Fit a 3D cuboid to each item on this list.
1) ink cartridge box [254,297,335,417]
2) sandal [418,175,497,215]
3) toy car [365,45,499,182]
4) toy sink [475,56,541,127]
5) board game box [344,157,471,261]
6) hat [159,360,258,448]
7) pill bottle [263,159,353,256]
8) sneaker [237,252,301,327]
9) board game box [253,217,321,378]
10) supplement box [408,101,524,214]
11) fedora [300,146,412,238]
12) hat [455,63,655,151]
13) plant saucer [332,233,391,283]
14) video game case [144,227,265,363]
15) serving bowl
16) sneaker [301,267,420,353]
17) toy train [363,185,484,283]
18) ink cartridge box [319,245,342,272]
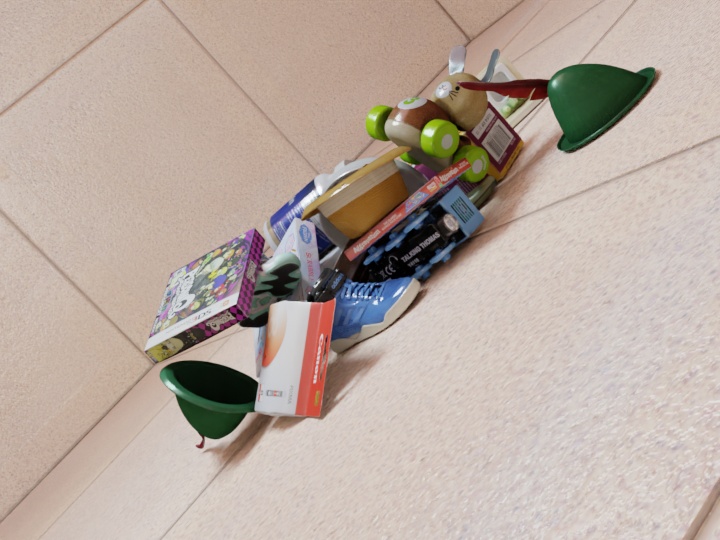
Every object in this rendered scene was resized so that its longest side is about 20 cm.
[{"bbox_3d":[-0.094,0.122,1.324,0.200,0.050,0.163,157,123,-71],"label":"ink cartridge box"},{"bbox_3d":[0.132,-0.094,1.537,0.201,0.057,0.080,-41,10,16],"label":"sandal"},{"bbox_3d":[0.136,-0.259,1.460,0.164,0.157,0.201,25,86,48],"label":"toy car"},{"bbox_3d":[0.266,-0.345,1.906,0.130,0.112,0.200,-43,10,2],"label":"toy sink"},{"bbox_3d":[0.067,-0.088,1.372,0.200,0.019,0.103,-38,0,36],"label":"board game box"},{"bbox_3d":[-0.242,0.251,1.474,0.200,0.165,0.177,0,-66,-57],"label":"hat"},{"bbox_3d":[-0.070,-0.102,1.722,0.200,0.116,0.116,-39,10,17],"label":"pill bottle"},{"bbox_3d":[-0.164,-0.010,1.566,0.200,0.077,0.141,-47,45,45],"label":"sneaker"},{"bbox_3d":[-0.127,0.049,1.619,0.200,0.041,0.200,-56,30,37],"label":"board game box"},{"bbox_3d":[0.163,-0.177,1.631,0.200,0.103,0.131,-36,13,41],"label":"supplement box"},{"bbox_3d":[0.008,-0.105,1.402,0.200,0.082,0.201,-33,3,2],"label":"fedora"},{"bbox_3d":[0.288,-0.282,1.345,0.200,0.176,0.166,-46,10,-15],"label":"hat"},{"bbox_3d":[0.000,0.000,1.531,0.201,0.032,0.201,-55,-16,-24],"label":"plant saucer"},{"bbox_3d":[-0.240,0.037,1.483,0.181,0.036,0.201,-26,31,21],"label":"video game case"},{"bbox_3d":[0.028,-0.116,1.595,0.200,0.200,0.066,-38,35,30],"label":"serving bowl"},{"bbox_3d":[-0.010,0.038,1.385,0.200,0.111,0.077,-33,13,44],"label":"sneaker"},{"bbox_3d":[0.090,-0.040,1.416,0.114,0.087,0.200,-41,2,-44],"label":"toy train"},{"bbox_3d":[-0.058,0.017,1.755,0.175,0.084,0.200,-32,14,52],"label":"ink cartridge box"}]
